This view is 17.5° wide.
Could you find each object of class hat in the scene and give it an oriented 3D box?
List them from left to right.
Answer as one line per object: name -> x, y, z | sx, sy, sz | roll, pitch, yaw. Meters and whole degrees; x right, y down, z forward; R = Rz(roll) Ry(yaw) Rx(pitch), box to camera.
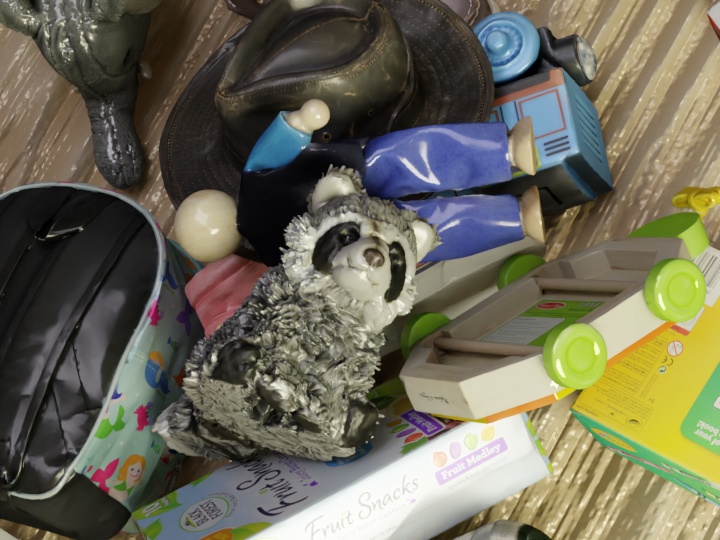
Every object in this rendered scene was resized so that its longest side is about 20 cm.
hat -> -0.029, -0.104, 1.321 | 0.201, 0.081, 0.201 | -8, 59, 12

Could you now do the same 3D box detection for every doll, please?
doll -> -0.003, -0.030, 1.264 | 0.200, 0.137, 0.048 | -6, 20, 7

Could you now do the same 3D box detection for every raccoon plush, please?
raccoon plush -> -0.046, 0.021, 1.247 | 0.200, 0.097, 0.134 | -6, 55, 51

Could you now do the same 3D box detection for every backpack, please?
backpack -> -0.177, 0.053, 1.391 | 0.177, 0.151, 0.200 | 9, 73, 31

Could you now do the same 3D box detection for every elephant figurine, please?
elephant figurine -> -0.175, -0.183, 1.507 | 0.142, 0.155, 0.200 | -46, 31, 42

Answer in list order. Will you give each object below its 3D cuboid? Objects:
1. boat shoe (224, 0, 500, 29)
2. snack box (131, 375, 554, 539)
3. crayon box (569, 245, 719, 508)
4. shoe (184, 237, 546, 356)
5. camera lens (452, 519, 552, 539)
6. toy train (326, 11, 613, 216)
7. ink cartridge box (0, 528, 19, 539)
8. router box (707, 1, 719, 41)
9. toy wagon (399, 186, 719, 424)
boat shoe -> -0.007, -0.176, 1.481 | 0.200, 0.060, 0.072 | 16, 73, 31
snack box -> -0.013, 0.120, 1.258 | 0.200, 0.053, 0.142 | -27, 12, -11
crayon box -> 0.226, 0.075, 1.240 | 0.200, 0.058, 0.119 | 28, 80, 34
shoe -> 0.000, 0.000, 1.335 | 0.200, 0.071, 0.091 | -28, 69, 2
camera lens -> 0.034, 0.230, 1.193 | 0.200, 0.160, 0.160 | -25, 57, 13
toy train -> 0.050, -0.075, 1.388 | 0.200, 0.087, 0.114 | -17, 64, 17
ink cartridge box -> -0.310, 0.181, 1.394 | 0.200, 0.145, 0.085 | 0, 66, 26
router box -> 0.323, -0.132, 1.304 | 0.200, 0.049, 0.180 | -34, 56, 7
toy wagon -> 0.117, 0.017, 1.229 | 0.200, 0.040, 0.155 | -30, 15, -24
